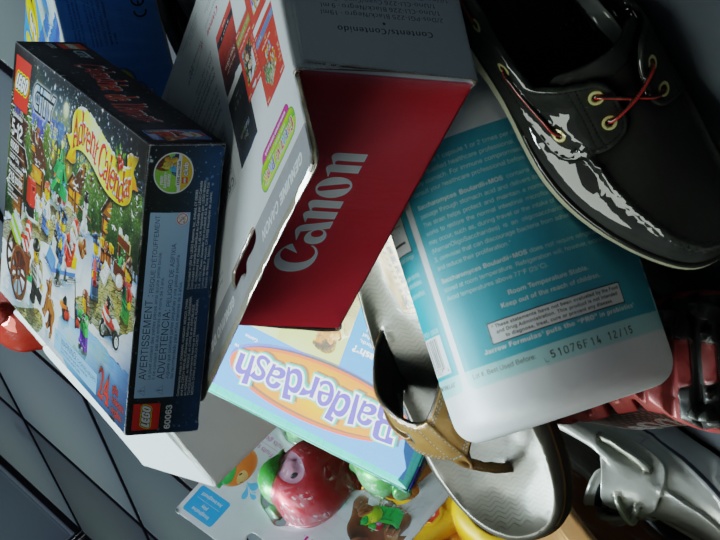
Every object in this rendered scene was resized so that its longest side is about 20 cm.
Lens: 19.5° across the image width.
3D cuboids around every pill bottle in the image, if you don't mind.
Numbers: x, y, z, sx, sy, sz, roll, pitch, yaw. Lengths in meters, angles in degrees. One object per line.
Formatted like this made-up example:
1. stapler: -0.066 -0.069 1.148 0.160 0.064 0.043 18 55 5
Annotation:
1. pill bottle: 0.069 -0.026 1.005 0.111 0.111 0.200 149 104 -72

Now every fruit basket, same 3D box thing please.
1. fruit basket: -0.012 0.120 1.411 0.185 0.200 0.094 29 157 45

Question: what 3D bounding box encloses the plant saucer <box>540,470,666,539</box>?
1. plant saucer: 0.173 0.196 1.285 0.200 0.037 0.200 42 -170 -9

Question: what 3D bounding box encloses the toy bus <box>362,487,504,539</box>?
1. toy bus: 0.039 0.205 1.495 0.200 0.192 0.136 34 156 31

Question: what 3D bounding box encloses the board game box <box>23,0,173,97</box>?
1. board game box: -0.142 -0.084 1.193 0.196 0.056 0.200 122 134 -71

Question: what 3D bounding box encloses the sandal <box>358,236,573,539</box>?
1. sandal: 0.039 0.052 1.066 0.082 0.055 0.200 -18 99 40

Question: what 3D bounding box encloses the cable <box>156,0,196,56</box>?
1. cable: -0.086 -0.165 1.131 0.200 0.051 0.163 -95 -12 -78

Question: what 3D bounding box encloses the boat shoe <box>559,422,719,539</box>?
1. boat shoe: 0.159 0.118 1.242 0.200 0.066 0.072 42 161 14

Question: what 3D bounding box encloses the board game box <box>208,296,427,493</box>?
1. board game box: 0.000 0.000 1.130 0.152 0.045 0.200 27 114 7

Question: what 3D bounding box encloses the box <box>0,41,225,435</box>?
1. box: -0.124 -0.022 1.008 0.200 0.038 0.137 36 124 58

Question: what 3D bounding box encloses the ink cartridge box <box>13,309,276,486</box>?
1. ink cartridge box: -0.094 0.017 1.378 0.146 0.200 0.147 52 162 -16

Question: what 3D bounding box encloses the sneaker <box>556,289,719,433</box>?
1. sneaker: 0.164 0.047 1.075 0.200 0.071 0.098 -2 176 39

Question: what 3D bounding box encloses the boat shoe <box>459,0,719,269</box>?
1. boat shoe: 0.101 -0.083 0.932 0.201 0.074 0.063 52 170 -3

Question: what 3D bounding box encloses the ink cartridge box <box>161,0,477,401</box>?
1. ink cartridge box: -0.024 -0.060 0.946 0.200 0.084 0.176 119 148 -52

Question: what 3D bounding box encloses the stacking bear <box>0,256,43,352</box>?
1. stacking bear: -0.192 -0.018 1.518 0.114 0.200 0.121 50 162 -11
